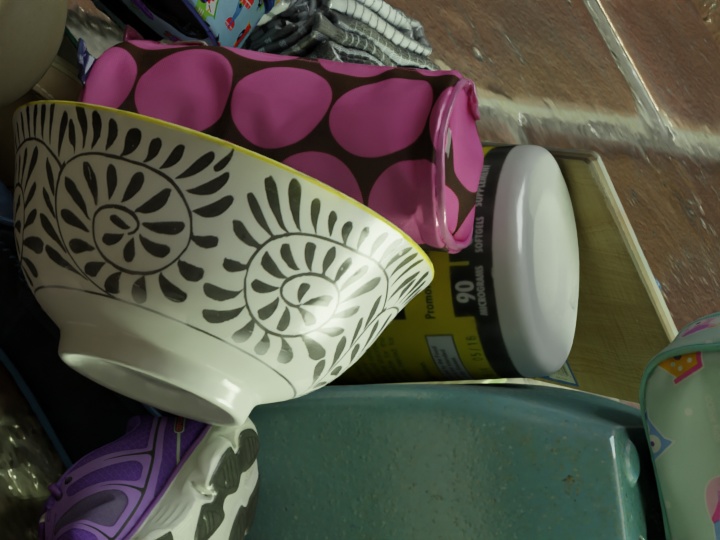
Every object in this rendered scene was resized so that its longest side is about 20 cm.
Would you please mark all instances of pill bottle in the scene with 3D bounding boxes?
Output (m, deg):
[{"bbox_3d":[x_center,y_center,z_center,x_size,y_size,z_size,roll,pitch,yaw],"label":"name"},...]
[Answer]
[{"bbox_3d":[0.000,0.000,1.487,0.114,0.199,0.115,-4,90,-71],"label":"pill bottle"}]

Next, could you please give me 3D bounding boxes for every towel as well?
[{"bbox_3d":[-0.052,-0.088,1.668,0.200,0.165,0.086,10,55,-67],"label":"towel"}]

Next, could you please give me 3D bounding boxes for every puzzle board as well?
[{"bbox_3d":[0.100,-0.002,1.577,0.200,0.017,0.151,11,-49,62],"label":"puzzle board"}]

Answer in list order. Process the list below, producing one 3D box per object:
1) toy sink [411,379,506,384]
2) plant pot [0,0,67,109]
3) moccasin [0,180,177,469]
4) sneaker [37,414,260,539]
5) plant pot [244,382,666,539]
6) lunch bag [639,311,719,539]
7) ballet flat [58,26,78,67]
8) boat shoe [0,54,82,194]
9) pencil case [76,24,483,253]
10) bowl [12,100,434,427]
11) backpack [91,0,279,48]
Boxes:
[{"bbox_3d":[0.014,0.044,1.646,0.201,0.112,0.130,61,-7,5],"label":"toy sink"},{"bbox_3d":[-0.208,-0.136,1.346,0.188,0.187,0.200,63,8,13],"label":"plant pot"},{"bbox_3d":[-0.141,0.012,1.426,0.200,0.068,0.080,57,18,-7],"label":"moccasin"},{"bbox_3d":[-0.114,0.130,1.312,0.200,0.083,0.081,-51,144,-53],"label":"sneaker"},{"bbox_3d":[0.055,0.142,1.442,0.196,0.199,0.197,5,76,-69],"label":"plant pot"},{"bbox_3d":[0.224,0.113,1.388,0.077,0.160,0.201,-39,117,-65],"label":"lunch bag"},{"bbox_3d":[-0.193,-0.130,1.531,0.064,0.067,0.201,-48,126,-34],"label":"ballet flat"},{"bbox_3d":[-0.145,-0.039,1.499,0.200,0.072,0.065,52,18,-40],"label":"boat shoe"},{"bbox_3d":[-0.037,-0.063,1.414,0.091,0.199,0.094,67,36,-56],"label":"pencil case"},{"bbox_3d":[-0.076,0.010,1.318,0.201,0.200,0.095,35,71,-51],"label":"bowl"},{"bbox_3d":[-0.102,-0.202,1.513,0.200,0.134,0.183,51,-8,8],"label":"backpack"}]
